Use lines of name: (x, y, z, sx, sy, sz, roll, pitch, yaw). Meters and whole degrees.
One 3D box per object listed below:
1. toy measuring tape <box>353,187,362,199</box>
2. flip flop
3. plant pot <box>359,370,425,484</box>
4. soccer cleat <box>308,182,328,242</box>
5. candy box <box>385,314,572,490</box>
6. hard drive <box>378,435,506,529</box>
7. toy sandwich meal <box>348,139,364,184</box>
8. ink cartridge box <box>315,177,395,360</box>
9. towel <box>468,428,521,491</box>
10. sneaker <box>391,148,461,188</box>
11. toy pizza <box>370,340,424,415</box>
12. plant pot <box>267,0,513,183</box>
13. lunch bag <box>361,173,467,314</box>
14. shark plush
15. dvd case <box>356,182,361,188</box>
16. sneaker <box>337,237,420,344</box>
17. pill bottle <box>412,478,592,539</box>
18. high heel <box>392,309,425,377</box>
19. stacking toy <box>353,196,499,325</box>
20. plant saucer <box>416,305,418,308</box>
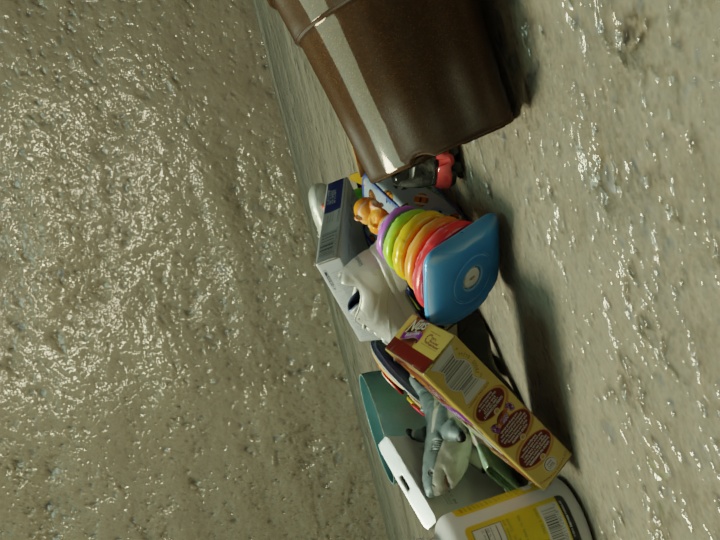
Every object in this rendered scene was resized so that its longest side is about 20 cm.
toy measuring tape: (0.000, -0.123, 1.251, 0.202, 0.072, 0.074, 94, 159, -49)
flip flop: (0.148, 0.135, 1.008, 0.058, 0.080, 0.201, 75, 170, -56)
plant pot: (0.090, 0.267, 1.421, 0.200, 0.133, 0.203, 164, 90, -82)
soccer cleat: (-0.043, -0.053, 1.240, 0.201, 0.077, 0.070, 59, -138, -38)
candy box: (0.126, 0.141, 0.850, 0.200, 0.057, 0.117, 43, 174, -18)
hard drive: (0.123, 0.289, 1.093, 0.199, 0.027, 0.133, 12, -144, -48)
toy sandwich meal: (0.003, -0.216, 1.324, 0.205, 0.069, 0.208, 164, 90, -82)
ink cartridge box: (0.000, 0.000, 1.136, 0.201, 0.040, 0.201, -85, -28, -52)
towel: (0.154, 0.203, 1.066, 0.153, 0.023, 0.202, 48, -165, -49)
sneaker: (0.054, -0.191, 0.937, 0.071, 0.096, 0.204, -143, 39, -80)
toy pizza: (0.087, 0.186, 1.264, 0.199, 0.032, 0.200, 39, -171, -7)
plant pot: (0.041, -0.202, 0.737, 0.200, 0.198, 0.201, -166, 52, -81)
lunch bag: (0.073, -0.037, 1.048, 0.201, 0.075, 0.162, 52, 153, 38)
shark plush: (0.095, 0.206, 1.062, 0.091, 0.083, 0.201, 49, -168, -48)
dvd case: (0.033, -0.062, 1.435, 0.151, 0.024, 0.202, -102, -5, -63)
sneaker: (0.030, 0.051, 1.023, 0.202, 0.086, 0.075, 67, 175, -32)
pill bottle: (0.149, 0.314, 0.875, 0.111, 0.197, 0.113, 165, 90, -82)
high heel: (0.079, 0.096, 1.187, 0.200, 0.066, 0.098, -50, -42, -85)
stacking toy: (0.059, -0.035, 0.911, 0.199, 0.115, 0.111, 34, 145, 39)
plant saucer: (0.086, -0.006, 1.237, 0.200, 0.047, 0.203, 110, 145, -76)
